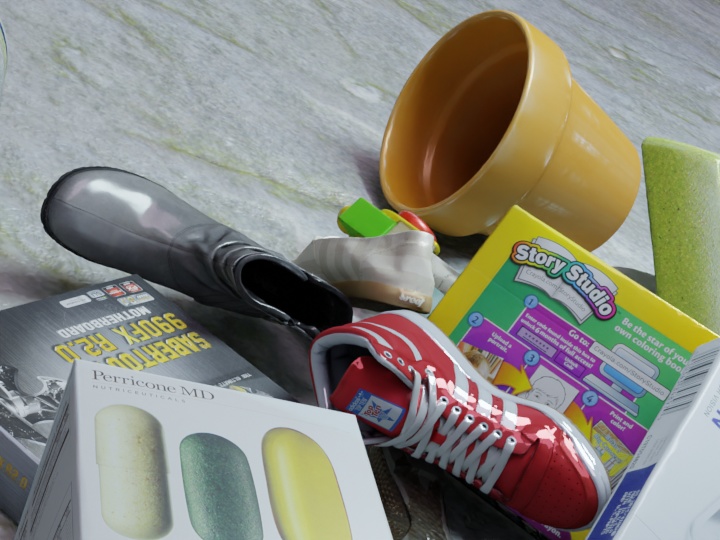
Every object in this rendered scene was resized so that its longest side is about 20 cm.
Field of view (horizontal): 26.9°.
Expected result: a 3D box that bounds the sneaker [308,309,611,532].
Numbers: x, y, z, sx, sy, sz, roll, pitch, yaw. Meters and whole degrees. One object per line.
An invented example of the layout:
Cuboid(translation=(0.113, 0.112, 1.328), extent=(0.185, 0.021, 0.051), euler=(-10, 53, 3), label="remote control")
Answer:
Cuboid(translation=(0.052, 0.096, 0.914), extent=(0.200, 0.071, 0.112), euler=(37, 21, 27), label="sneaker")

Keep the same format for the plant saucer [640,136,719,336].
Cuboid(translation=(0.308, 0.001, 1.130), extent=(0.199, 0.048, 0.201), euler=(11, 65, -30), label="plant saucer")

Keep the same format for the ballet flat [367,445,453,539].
Cuboid(translation=(0.027, 0.170, 0.898), extent=(0.067, 0.046, 0.200), euler=(23, 30, -20), label="ballet flat")

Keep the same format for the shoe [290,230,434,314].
Cuboid(translation=(0.000, 0.000, 1.080), extent=(0.070, 0.054, 0.200), euler=(10, -4, -26), label="shoe")

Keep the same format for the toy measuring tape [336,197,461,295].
Cuboid(translation=(0.051, 0.006, 1.180), extent=(0.073, 0.074, 0.200), euler=(-5, 32, -44), label="toy measuring tape")

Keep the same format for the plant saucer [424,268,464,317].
Cuboid(translation=(0.134, 0.047, 1.216), extent=(0.200, 0.039, 0.201), euler=(18, 27, -10), label="plant saucer")

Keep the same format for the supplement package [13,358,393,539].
Cuboid(translation=(-0.076, 0.169, 0.680), extent=(0.151, 0.151, 0.200), euler=(13, 27, -20), label="supplement package")

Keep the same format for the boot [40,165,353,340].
Cuboid(translation=(-0.105, -0.012, 1.010), extent=(0.199, 0.070, 0.131), euler=(20, -1, -31), label="boot")

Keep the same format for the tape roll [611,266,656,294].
Cuboid(translation=(0.218, 0.093, 1.117), extent=(0.202, 0.071, 0.203), euler=(22, 37, -18), label="tape roll")

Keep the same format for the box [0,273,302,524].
Cuboid(translation=(-0.154, 0.080, 0.902), extent=(0.158, 0.049, 0.200), euler=(36, 28, 24), label="box")

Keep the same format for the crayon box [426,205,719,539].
Cuboid(translation=(0.134, 0.081, 1.002), extent=(0.200, 0.173, 0.058), euler=(35, -10, 22), label="crayon box")

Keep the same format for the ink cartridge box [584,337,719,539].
Cuboid(translation=(0.235, 0.173, 0.884), extent=(0.200, 0.041, 0.200), euler=(47, 52, -9), label="ink cartridge box")

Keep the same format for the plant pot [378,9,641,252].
Cuboid(translation=(0.148, -0.104, 1.367), extent=(0.183, 0.200, 0.200), euler=(28, 21, -31), label="plant pot")

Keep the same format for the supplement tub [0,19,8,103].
Cuboid(translation=(-0.319, -0.120, 1.030), extent=(0.144, 0.146, 0.200), euler=(15, 27, -17), label="supplement tub")
